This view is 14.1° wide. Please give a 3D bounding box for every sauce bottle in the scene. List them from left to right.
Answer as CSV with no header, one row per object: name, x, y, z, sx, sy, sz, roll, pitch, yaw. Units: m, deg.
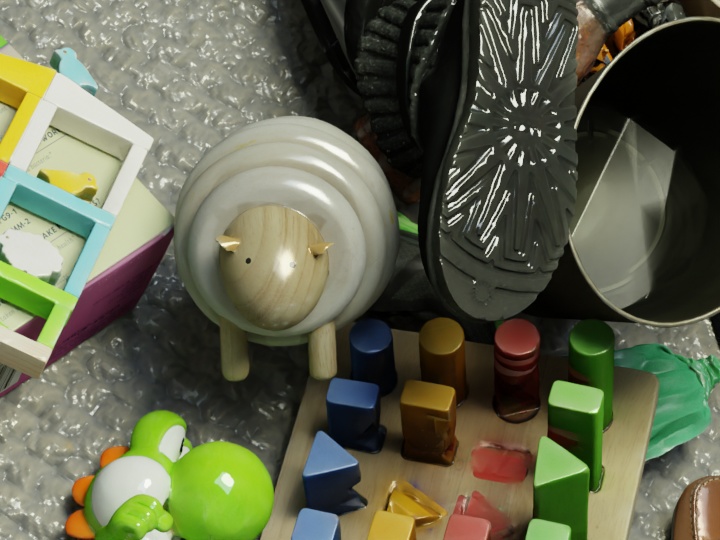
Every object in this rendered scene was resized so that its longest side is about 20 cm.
sauce bottle,0.091,-0.118,1.707,0.200,0.066,0.066,-35,71,5

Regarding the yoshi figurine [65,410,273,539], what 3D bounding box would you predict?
yoshi figurine,-0.104,0.159,1.554,0.112,0.112,0.200,27,49,-14

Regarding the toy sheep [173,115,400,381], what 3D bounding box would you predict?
toy sheep,-0.041,-0.020,1.614,0.138,0.138,0.200,23,20,-8

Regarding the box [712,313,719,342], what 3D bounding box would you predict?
box,0.342,0.014,1.810,0.200,0.148,0.107,-2,59,-24

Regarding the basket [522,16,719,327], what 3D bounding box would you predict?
basket,0.144,-0.039,1.668,0.136,0.200,0.180,29,73,-13

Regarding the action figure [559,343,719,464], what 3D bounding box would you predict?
action figure,0.138,0.091,1.730,0.200,0.055,0.118,-20,66,-28

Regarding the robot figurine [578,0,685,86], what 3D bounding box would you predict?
robot figurine,0.174,-0.084,1.815,0.058,0.145,0.200,-10,69,-23

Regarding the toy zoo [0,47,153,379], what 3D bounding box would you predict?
toy zoo,-0.195,-0.047,1.580,0.131,0.020,0.200,25,52,-6

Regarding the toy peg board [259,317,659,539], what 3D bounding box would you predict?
toy peg board,0.052,0.104,1.610,0.199,0.098,0.200,10,55,10

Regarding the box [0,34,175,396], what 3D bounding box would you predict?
box,-0.239,-0.031,1.626,0.200,0.097,0.176,46,53,10

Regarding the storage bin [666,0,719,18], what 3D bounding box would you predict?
storage bin,0.223,-0.218,1.866,0.094,0.200,0.199,-33,70,-2

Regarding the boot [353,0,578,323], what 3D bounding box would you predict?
boot,0.051,-0.064,1.589,0.079,0.158,0.211,18,72,-24

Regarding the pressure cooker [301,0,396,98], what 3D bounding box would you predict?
pressure cooker,0.049,-0.201,1.802,0.179,0.176,0.200,-2,35,-19

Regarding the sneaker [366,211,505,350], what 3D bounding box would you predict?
sneaker,0.000,0.000,1.733,0.200,0.077,0.084,35,67,8

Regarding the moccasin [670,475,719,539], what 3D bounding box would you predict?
moccasin,0.233,0.207,1.677,0.074,0.078,0.201,2,57,-22
